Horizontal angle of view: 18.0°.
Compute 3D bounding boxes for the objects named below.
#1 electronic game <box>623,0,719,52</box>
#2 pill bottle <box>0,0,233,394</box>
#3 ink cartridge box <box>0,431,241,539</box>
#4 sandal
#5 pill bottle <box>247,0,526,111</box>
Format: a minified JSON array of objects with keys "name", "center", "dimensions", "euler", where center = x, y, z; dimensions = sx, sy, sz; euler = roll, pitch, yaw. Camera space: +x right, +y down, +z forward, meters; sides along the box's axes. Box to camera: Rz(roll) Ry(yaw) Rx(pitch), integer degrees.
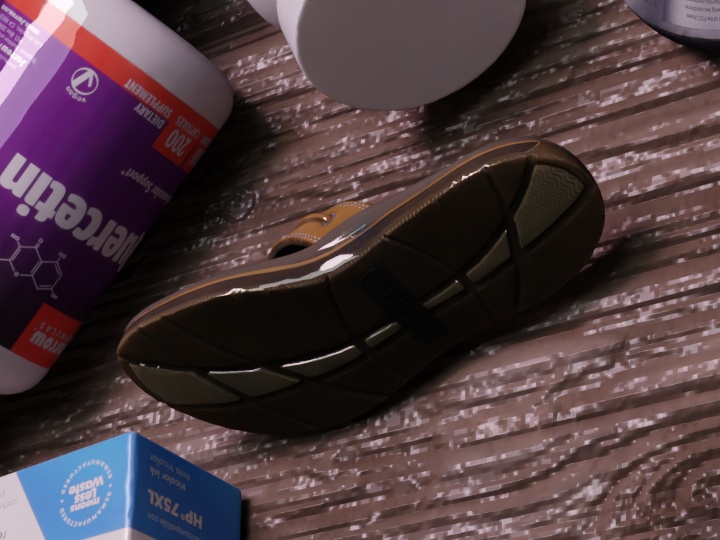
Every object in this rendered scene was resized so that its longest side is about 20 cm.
[{"name":"electronic game","center":[0.170,-0.165,0.821],"dimensions":[0.199,0.042,0.201],"euler":[-29,41,29]},{"name":"pill bottle","center":[-0.150,-0.028,0.965],"dimensions":[0.201,0.112,0.112],"euler":[-55,43,0]},{"name":"ink cartridge box","center":[-0.110,0.174,0.837],"dimensions":[0.116,0.067,0.201],"euler":[-21,53,31]},{"name":"sandal","center":[0.000,0.000,0.845],"dimensions":[0.199,0.082,0.055],"euler":[-31,31,25]},{"name":"pill bottle","center":[-0.008,-0.164,0.923],"dimensions":[0.116,0.116,0.201],"euler":[-38,46,16]}]
